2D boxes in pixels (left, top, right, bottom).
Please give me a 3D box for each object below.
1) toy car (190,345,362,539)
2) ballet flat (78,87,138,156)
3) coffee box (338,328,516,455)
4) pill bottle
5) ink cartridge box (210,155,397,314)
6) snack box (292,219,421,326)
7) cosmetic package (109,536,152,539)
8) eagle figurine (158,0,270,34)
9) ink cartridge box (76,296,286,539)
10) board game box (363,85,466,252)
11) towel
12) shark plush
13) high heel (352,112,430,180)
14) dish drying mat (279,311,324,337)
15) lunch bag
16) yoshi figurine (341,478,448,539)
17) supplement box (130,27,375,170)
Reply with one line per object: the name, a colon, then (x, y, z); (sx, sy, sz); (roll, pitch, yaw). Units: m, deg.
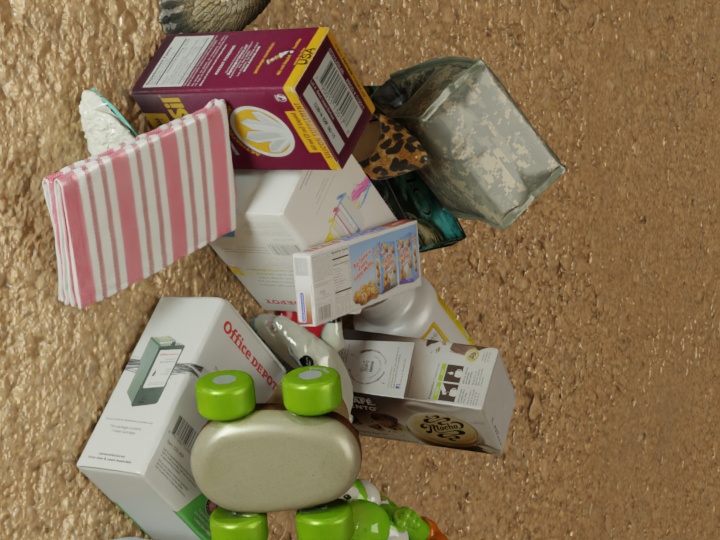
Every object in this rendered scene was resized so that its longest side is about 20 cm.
toy car: (-0.074, 0.151, 1.594); (0.200, 0.157, 0.165); (-81, 167, -72)
ballet flat: (-0.209, -0.087, 1.559); (0.200, 0.072, 0.072); (47, 54, -44)
coffee box: (0.059, 0.132, 1.822); (0.113, 0.200, 0.080); (66, 37, -54)
pill bottle: (0.058, 0.070, 1.924); (0.200, 0.104, 0.104); (52, 50, -43)
ink cartridge box: (-0.063, -0.048, 1.716); (0.200, 0.128, 0.125); (53, 50, -44)
snack box: (0.000, 0.000, 1.676); (0.200, 0.024, 0.072); (-19, 107, -54)
cosmetic package: (-0.201, 0.357, 1.556); (0.074, 0.102, 0.200); (6, 88, -57)
eagle figurine: (-0.107, -0.317, 1.649); (0.152, 0.151, 0.200); (70, 28, -45)
ink cartridge box: (-0.167, 0.145, 1.609); (0.146, 0.084, 0.200); (55, 48, -43)
board game box: (0.041, -0.115, 1.868); (0.135, 0.028, 0.200); (-14, 76, -63)
towel: (-0.197, -0.063, 1.517); (0.200, 0.030, 0.147); (-29, 137, -32)
shark plush: (-0.048, 0.125, 1.766); (0.200, 0.083, 0.091); (63, 34, -37)
high heel: (-0.034, -0.150, 1.697); (0.143, 0.200, 0.072); (31, 80, -55)
dish drying mat: (-0.068, 0.136, 1.816); (0.077, 0.018, 0.200); (4, 89, -55)
lunch bag: (0.105, -0.143, 1.804); (0.118, 0.200, 0.164); (-44, 110, -11)
yoshi figurine: (0.021, 0.301, 1.881); (0.200, 0.112, 0.113); (41, 65, -46)
supplement box: (-0.104, -0.162, 1.585); (0.110, 0.200, 0.086); (58, 47, -39)
